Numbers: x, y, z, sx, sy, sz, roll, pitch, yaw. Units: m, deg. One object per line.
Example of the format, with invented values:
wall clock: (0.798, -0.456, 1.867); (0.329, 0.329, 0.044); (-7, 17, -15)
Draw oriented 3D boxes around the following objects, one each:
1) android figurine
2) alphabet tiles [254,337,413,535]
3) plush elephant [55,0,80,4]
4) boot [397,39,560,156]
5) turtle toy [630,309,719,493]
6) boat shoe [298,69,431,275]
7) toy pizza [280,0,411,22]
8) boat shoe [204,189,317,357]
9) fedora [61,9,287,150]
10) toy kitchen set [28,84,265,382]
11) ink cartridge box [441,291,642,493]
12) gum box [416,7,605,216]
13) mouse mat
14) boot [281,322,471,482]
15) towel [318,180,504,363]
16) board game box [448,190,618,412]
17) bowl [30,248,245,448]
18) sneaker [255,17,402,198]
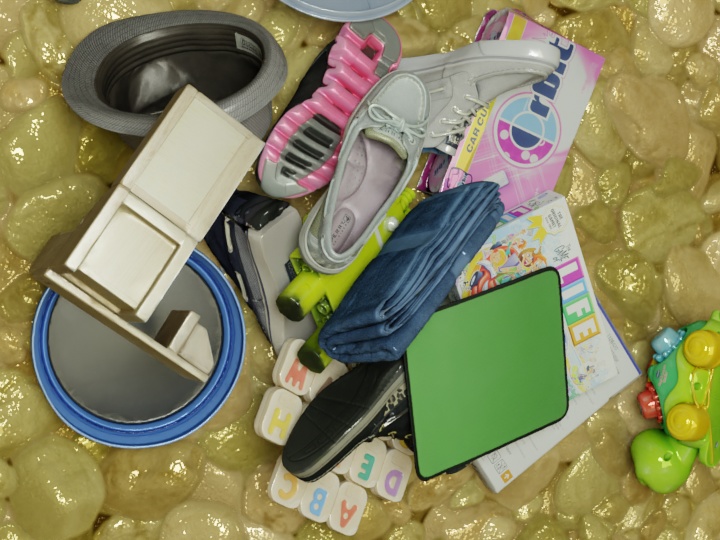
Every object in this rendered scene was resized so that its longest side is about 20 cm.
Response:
android figurine: (0.000, 0.000, 1.295); (0.200, 0.041, 0.183); (-45, 129, -37)
alphabet tiles: (-0.014, 0.146, 1.324); (0.200, 0.015, 0.197); (33, 70, -37)
plush elephant: (-0.250, -0.360, 1.169); (0.199, 0.156, 0.164); (-31, 152, 21)
boot: (0.097, -0.152, 1.270); (0.073, 0.199, 0.096); (14, 77, -45)
turtle toy: (0.342, 0.137, 1.427); (0.145, 0.101, 0.202); (12, 93, -47)
boat shoe: (0.011, -0.090, 1.206); (0.074, 0.065, 0.203); (33, 73, -12)
toy pizza: (-0.024, -0.316, 1.270); (0.199, 0.032, 0.202); (4, 70, -12)
boat shoe: (-0.089, 0.006, 1.304); (0.075, 0.092, 0.201); (-38, 135, -32)
fedora: (-0.158, -0.152, 1.230); (0.198, 0.178, 0.091); (-4, 135, 6)
toy kitchen set: (-0.156, -0.024, 1.171); (0.163, 0.200, 0.181); (37, 76, -17)
ink cartridge box: (0.160, 0.089, 1.394); (0.200, 0.047, 0.198); (-38, 110, -12)
gum box: (0.150, -0.149, 1.351); (0.113, 0.066, 0.201); (22, 90, -20)
mouse mat: (0.121, 0.095, 1.285); (0.199, 0.008, 0.162); (-17, 110, -33)
boot: (0.036, 0.153, 1.281); (0.204, 0.073, 0.154); (-45, 124, -16)
towel: (0.044, -0.002, 1.231); (0.049, 0.111, 0.200); (50, 56, -20)
board game box: (0.163, 0.041, 1.338); (0.134, 0.034, 0.201); (-26, 112, -14)
bowl: (-0.208, 0.065, 1.285); (0.199, 0.039, 0.202); (-2, 97, -17)
sneaker: (-0.039, -0.148, 1.276); (0.079, 0.095, 0.201); (41, 71, -22)
